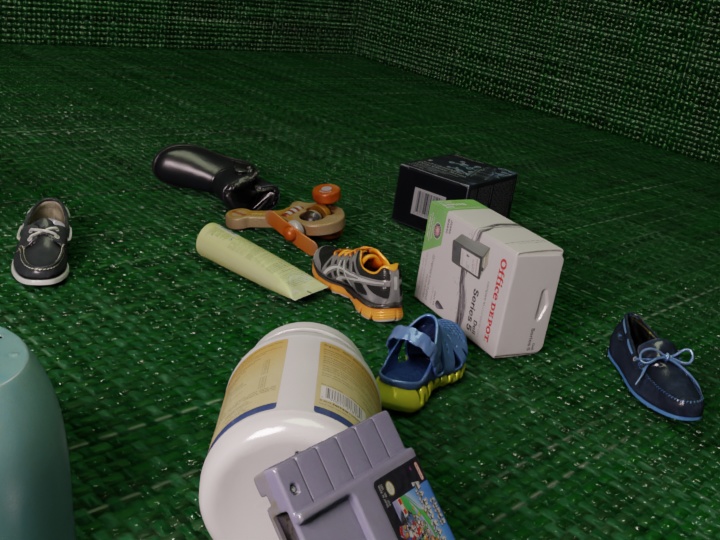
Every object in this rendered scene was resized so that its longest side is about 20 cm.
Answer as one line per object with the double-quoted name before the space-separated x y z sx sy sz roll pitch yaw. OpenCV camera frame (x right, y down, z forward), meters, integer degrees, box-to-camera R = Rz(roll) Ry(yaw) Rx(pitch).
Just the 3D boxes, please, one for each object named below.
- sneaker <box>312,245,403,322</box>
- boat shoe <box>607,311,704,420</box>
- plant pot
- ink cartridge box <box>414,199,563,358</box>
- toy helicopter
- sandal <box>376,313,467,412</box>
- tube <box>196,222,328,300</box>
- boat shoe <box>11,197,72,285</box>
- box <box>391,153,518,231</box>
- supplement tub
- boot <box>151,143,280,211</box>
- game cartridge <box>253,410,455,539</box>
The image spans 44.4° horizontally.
"sneaker" 0.000 0.000 1.230 0.077 0.079 0.199 -8 25 -35
"boat shoe" 0.364 0.114 1.108 0.082 0.070 0.200 3 22 -18
"plant pot" -0.303 0.131 0.628 0.196 0.164 0.201 8 20 -3
"ink cartridge box" 0.167 0.006 1.190 0.083 0.148 0.200 -3 23 -30
"toy helicopter" -0.122 -0.076 1.409 0.195 0.080 0.133 1 29 6
"sandal" 0.078 0.090 1.020 0.078 0.089 0.200 15 19 18
"tube" -0.144 -0.006 1.230 0.198 0.052 0.058 25 67 27
"boat shoe" -0.419 -0.041 1.163 0.074 0.062 0.200 2 22 -21
"box" 0.176 -0.137 1.622 0.147 0.109 0.199 22 23 30
"supplement tub" -0.051 0.140 0.743 0.141 0.147 0.201 9 21 -3
"boot" -0.249 -0.158 1.522 0.196 0.078 0.168 7 16 -25
"game cartridge" 0.020 0.205 0.588 0.128 0.203 0.038 -17 -12 -46
